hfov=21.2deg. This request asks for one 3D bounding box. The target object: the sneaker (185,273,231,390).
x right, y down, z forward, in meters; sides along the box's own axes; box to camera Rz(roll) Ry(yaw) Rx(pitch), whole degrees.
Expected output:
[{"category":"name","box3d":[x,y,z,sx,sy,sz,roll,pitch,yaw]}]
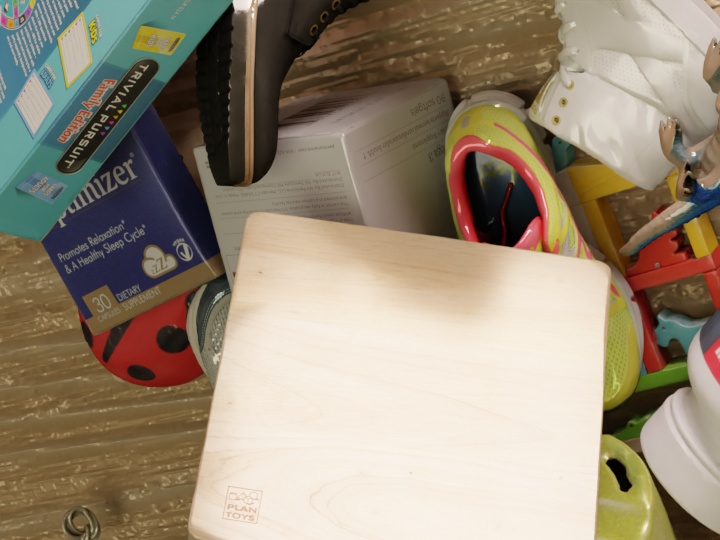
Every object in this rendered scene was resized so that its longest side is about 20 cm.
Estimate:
[{"category":"sneaker","box3d":[-0.052,0.088,1.222,0.078,0.086,0.200,-20,122,-8]}]

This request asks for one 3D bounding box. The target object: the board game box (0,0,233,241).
[{"category":"board game box","box3d":[-0.164,-0.139,1.089,0.200,0.047,0.151,-47,48,27]}]

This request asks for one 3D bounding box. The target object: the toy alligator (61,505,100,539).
[{"category":"toy alligator","box3d":[-0.172,0.256,1.394,0.200,0.059,0.054,67,162,-10]}]

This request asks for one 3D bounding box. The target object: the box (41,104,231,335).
[{"category":"box","box3d":[-0.168,-0.068,1.181,0.121,0.032,0.200,-25,95,40]}]

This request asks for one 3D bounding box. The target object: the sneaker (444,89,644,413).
[{"category":"sneaker","box3d":[0.097,-0.002,1.100,0.078,0.090,0.200,-27,96,17]}]

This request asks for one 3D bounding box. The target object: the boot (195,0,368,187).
[{"category":"boot","box3d":[-0.017,-0.144,1.077,0.077,0.138,0.200,-178,91,-69]}]

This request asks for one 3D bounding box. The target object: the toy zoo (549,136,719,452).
[{"category":"toy zoo","box3d":[0.155,0.011,1.148,0.131,0.020,0.200,-16,102,31]}]

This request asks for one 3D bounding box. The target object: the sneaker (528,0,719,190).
[{"category":"sneaker","box3d":[0.121,-0.135,1.068,0.200,0.074,0.116,47,110,2]}]

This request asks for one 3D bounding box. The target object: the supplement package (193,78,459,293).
[{"category":"supplement package","box3d":[0.000,0.000,1.158,0.117,0.117,0.200,-4,108,36]}]

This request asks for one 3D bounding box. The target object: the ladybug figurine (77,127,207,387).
[{"category":"ladybug figurine","box3d":[-0.126,0.001,1.256,0.136,0.072,0.200,32,121,12]}]

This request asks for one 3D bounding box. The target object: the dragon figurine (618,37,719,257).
[{"category":"dragon figurine","box3d":[0.217,-0.064,1.025,0.099,0.059,0.200,13,124,-18]}]

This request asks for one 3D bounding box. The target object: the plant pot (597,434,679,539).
[{"category":"plant pot","box3d":[0.119,0.197,1.104,0.200,0.200,0.184,2,131,26]}]

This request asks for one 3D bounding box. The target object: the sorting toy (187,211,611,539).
[{"category":"sorting toy","box3d":[0.023,0.081,1.015,0.200,0.199,0.070,8,146,0]}]

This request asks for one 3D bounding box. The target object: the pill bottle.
[{"category":"pill bottle","box3d":[0.249,0.050,1.046,0.120,0.120,0.200,42,115,6]}]
